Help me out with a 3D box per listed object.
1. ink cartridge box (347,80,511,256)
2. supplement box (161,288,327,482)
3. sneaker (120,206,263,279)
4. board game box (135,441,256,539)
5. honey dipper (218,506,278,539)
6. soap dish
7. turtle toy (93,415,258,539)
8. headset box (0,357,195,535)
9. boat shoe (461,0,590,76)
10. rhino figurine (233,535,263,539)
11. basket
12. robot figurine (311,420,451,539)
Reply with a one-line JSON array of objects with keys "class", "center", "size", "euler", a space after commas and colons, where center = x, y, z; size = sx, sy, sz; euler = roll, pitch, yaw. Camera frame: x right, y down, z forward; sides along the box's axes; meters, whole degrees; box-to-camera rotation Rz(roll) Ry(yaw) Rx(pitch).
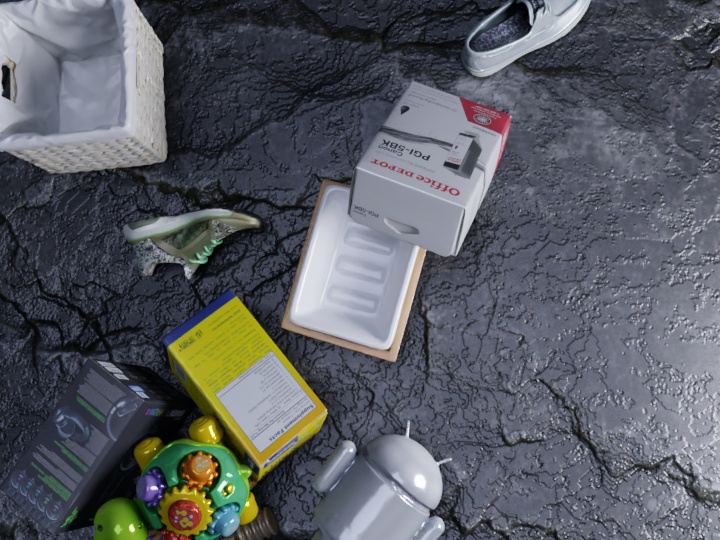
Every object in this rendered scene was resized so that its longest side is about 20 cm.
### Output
[{"class": "ink cartridge box", "center": [0.088, -0.131, 1.050], "size": [0.145, 0.084, 0.201], "euler": [21, 48, 10]}, {"class": "supplement box", "center": [-0.147, 0.146, 1.064], "size": [0.108, 0.110, 0.201], "euler": [-36, 77, -20]}, {"class": "sneaker", "center": [-0.222, -0.036, 1.146], "size": [0.197, 0.077, 0.090], "euler": [-8, 93, 12]}, {"class": "board game box", "center": [-0.236, 0.308, 1.095], "size": [0.200, 0.030, 0.096], "euler": [-44, 65, -1]}, {"class": "honey dipper", "center": [-0.199, 0.364, 1.091], "size": [0.198, 0.038, 0.038], "euler": [-28, 78, 6]}, {"class": "soap dish", "center": [0.000, 0.000, 1.094], "size": [0.155, 0.081, 0.203], "euler": [15, 84, 10]}, {"class": "turtle toy", "center": [-0.220, 0.274, 1.002], "size": [0.198, 0.101, 0.147], "euler": [-22, 105, 6]}, {"class": "headset box", "center": [-0.325, 0.222, 1.058], "size": [0.092, 0.174, 0.201], "euler": [34, 86, 14]}, {"class": "boat shoe", "center": [0.222, -0.331, 1.117], "size": [0.199, 0.072, 0.071], "euler": [-34, 78, 2]}, {"class": "rhino figurine", "center": [-0.182, 0.406, 1.053], "size": [0.087, 0.060, 0.201], "euler": [42, 103, 12]}, {"class": "basket", "center": [-0.374, -0.248, 1.146], "size": [0.197, 0.161, 0.201], "euler": [-6, 80, 8]}, {"class": "robot figurine", "center": [0.022, 0.284, 1.030], "size": [0.169, 0.113, 0.201], "euler": [40, 88, -8]}]
